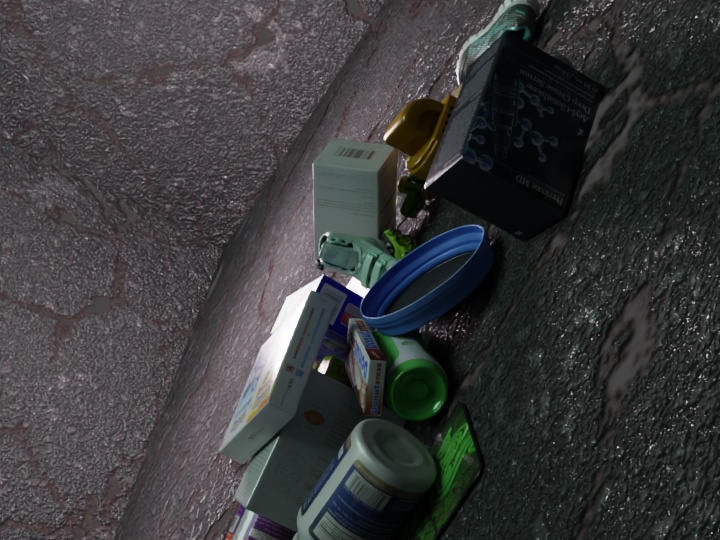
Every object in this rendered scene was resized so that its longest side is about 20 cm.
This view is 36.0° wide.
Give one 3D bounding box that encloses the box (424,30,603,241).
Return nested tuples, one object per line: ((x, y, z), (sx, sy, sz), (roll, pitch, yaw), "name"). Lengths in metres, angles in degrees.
((0.191, -0.165, 1.370), (0.107, 0.148, 0.200), (-37, 29, 63), "box")

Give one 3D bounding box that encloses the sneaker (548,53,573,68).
((0.216, -0.214, 1.525), (0.200, 0.078, 0.112), (-59, 15, 17), "sneaker")

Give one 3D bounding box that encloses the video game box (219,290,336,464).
((-0.113, 0.146, 1.490), (0.200, 0.047, 0.182), (-48, 20, 52), "video game box")

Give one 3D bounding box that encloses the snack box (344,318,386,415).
((0.005, 0.122, 1.435), (0.200, 0.024, 0.072), (-123, 38, -75), "snack box")

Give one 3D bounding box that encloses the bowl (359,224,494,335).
((0.091, 0.014, 1.479), (0.201, 0.039, 0.201), (-34, 16, 11), "bowl")

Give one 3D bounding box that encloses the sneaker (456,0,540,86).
((0.219, -0.357, 1.810), (0.200, 0.078, 0.091), (-54, 20, 40), "sneaker")

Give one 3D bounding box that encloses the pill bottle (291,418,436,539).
((-0.006, 0.281, 1.304), (0.200, 0.111, 0.111), (-57, 14, 22), "pill bottle")

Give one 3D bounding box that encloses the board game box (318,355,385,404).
((-0.042, 0.234, 1.584), (0.200, 0.102, 0.048), (-66, 14, -15), "board game box")

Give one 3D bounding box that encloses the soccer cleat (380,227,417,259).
((0.058, -0.009, 1.763), (0.081, 0.067, 0.200), (-61, 16, 16), "soccer cleat")

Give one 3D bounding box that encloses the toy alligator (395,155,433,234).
((0.098, -0.130, 1.888), (0.054, 0.059, 0.200), (23, -94, -59), "toy alligator")

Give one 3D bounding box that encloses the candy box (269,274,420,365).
((-0.028, 0.094, 1.657), (0.077, 0.169, 0.200), (-64, 13, -20), "candy box")

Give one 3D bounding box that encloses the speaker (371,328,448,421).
((0.058, 0.128, 1.447), (0.088, 0.088, 0.200), (-61, 13, 8), "speaker")

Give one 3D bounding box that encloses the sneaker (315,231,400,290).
((0.000, 0.000, 1.661), (0.200, 0.118, 0.074), (-133, 55, -60), "sneaker")

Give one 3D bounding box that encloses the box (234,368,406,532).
((-0.054, 0.250, 1.486), (0.200, 0.152, 0.106), (-64, 12, -10), "box")

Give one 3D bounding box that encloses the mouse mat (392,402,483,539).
((0.077, 0.263, 1.280), (0.200, 0.008, 0.161), (-58, 14, 16), "mouse mat")

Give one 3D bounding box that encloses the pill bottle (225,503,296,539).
((-0.112, 0.337, 1.632), (0.200, 0.111, 0.111), (-66, 13, -13), "pill bottle")

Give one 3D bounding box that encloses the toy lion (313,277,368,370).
((-0.020, 0.084, 1.908), (0.192, 0.069, 0.200), (-43, 22, 36), "toy lion")

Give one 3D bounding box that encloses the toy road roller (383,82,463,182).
((0.128, -0.233, 1.748), (0.123, 0.146, 0.200), (-40, 26, 58), "toy road roller")

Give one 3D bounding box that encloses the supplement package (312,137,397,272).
((-0.007, -0.106, 1.864), (0.117, 0.117, 0.200), (-59, -26, -57), "supplement package")
